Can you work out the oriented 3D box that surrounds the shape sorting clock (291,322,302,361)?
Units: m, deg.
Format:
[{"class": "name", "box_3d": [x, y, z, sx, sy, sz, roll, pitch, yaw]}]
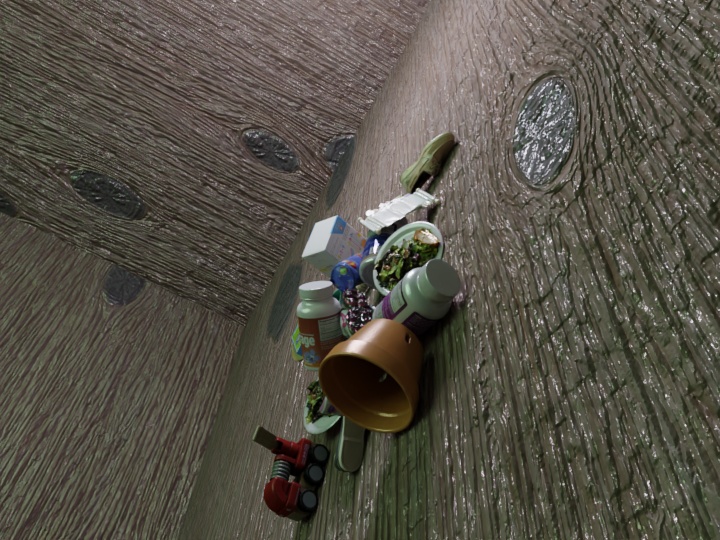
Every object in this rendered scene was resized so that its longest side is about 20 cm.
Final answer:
[{"class": "shape sorting clock", "box_3d": [-0.133, 0.149, 1.746, 0.201, 0.039, 0.202, -55, 20, 31]}]

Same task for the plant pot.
[{"class": "plant pot", "box_3d": [0.037, 0.190, 1.246, 0.200, 0.199, 0.140, -49, 2, 46]}]

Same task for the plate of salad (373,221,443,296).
[{"class": "plate of salad", "box_3d": [0.103, -0.031, 1.508, 0.198, 0.048, 0.203, -24, 49, 30]}]

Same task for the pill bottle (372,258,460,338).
[{"class": "pill bottle", "box_3d": [0.114, 0.065, 1.300, 0.200, 0.111, 0.114, -49, 20, 46]}]

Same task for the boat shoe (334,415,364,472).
[{"class": "boat shoe", "box_3d": [-0.019, 0.334, 1.403, 0.063, 0.072, 0.203, -37, 35, 55]}]

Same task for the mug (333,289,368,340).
[{"class": "mug", "box_3d": [-0.046, 0.151, 1.740, 0.185, 0.113, 0.154, -50, 20, 46]}]

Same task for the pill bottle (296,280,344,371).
[{"class": "pill bottle", "box_3d": [-0.098, 0.134, 1.589, 0.112, 0.110, 0.204, -136, 38, -76]}]

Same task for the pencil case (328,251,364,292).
[{"class": "pencil case", "box_3d": [0.000, 0.000, 1.735, 0.199, 0.077, 0.089, -26, -54, -54]}]

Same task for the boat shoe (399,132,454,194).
[{"class": "boat shoe", "box_3d": [0.191, -0.286, 1.758, 0.200, 0.071, 0.065, -47, 55, 30]}]

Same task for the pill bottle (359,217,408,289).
[{"class": "pill bottle", "box_3d": [0.067, -0.057, 1.686, 0.116, 0.114, 0.202, -50, 19, 45]}]

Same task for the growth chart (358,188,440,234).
[{"class": "growth chart", "box_3d": [0.095, -0.157, 1.676, 0.197, 0.018, 0.145, -28, 28, -4]}]

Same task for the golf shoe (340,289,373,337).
[{"class": "golf shoe", "box_3d": [-0.009, 0.124, 1.498, 0.201, 0.071, 0.094, -102, 22, -67]}]

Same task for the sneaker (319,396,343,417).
[{"class": "sneaker", "box_3d": [-0.025, 0.276, 1.518, 0.201, 0.087, 0.081, -60, -8, -57]}]

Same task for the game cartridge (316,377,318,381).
[{"class": "game cartridge", "box_3d": [-0.088, 0.308, 1.787, 0.133, 0.040, 0.203, 130, 160, -57]}]

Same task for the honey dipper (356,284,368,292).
[{"class": "honey dipper", "box_3d": [0.050, -0.021, 1.854, 0.201, 0.038, 0.038, -55, 16, 27]}]

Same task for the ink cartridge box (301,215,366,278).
[{"class": "ink cartridge box", "box_3d": [-0.056, -0.052, 2.010, 0.124, 0.199, 0.130, -14, 48, 49]}]

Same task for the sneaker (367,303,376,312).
[{"class": "sneaker", "box_3d": [0.047, 0.132, 1.512, 0.080, 0.074, 0.200, -66, 13, 1]}]

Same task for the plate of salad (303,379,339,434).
[{"class": "plate of salad", "box_3d": [-0.086, 0.314, 1.636, 0.199, 0.048, 0.202, -39, 31, 28]}]

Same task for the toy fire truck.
[{"class": "toy fire truck", "box_3d": [-0.185, 0.463, 1.521, 0.129, 0.197, 0.178, -49, 20, 47]}]
